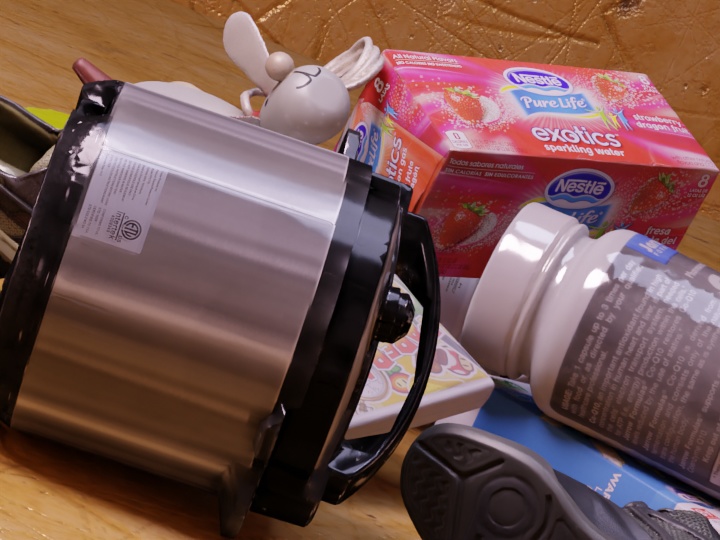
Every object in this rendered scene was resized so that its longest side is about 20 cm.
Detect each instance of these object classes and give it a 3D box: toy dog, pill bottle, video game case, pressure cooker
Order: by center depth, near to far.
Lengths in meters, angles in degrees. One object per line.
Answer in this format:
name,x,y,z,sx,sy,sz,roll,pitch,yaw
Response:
pressure cooker,-0.063,0.020,1.382,0.200,0.176,0.179,18,16,-3
video game case,-0.051,0.023,1.560,0.200,0.023,0.182,-13,52,-47
pill bottle,0.163,0.047,1.621,0.200,0.114,0.114,26,9,13
toy dog,-0.095,-0.098,1.682,0.096,0.200,0.132,54,30,-17

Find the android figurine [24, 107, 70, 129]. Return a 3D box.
android figurine,-0.168,-0.061,2.043,0.182,0.041,0.200,14,13,-46

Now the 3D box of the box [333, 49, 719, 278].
box,0.096,-0.059,1.750,0.200,0.096,0.100,3,38,-32

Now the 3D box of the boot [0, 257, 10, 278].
boot,-0.213,-0.009,1.530,0.165,0.066,0.200,11,10,-24

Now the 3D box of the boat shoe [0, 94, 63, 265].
boat shoe,-0.157,-0.042,1.487,0.201,0.066,0.072,29,34,2

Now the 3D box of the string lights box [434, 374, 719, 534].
string lights box,0.142,0.129,1.650,0.200,0.059,0.103,31,10,38

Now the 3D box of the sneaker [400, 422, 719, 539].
sneaker,0.112,0.140,1.469,0.199,0.076,0.114,28,7,7

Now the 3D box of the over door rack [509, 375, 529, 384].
over door rack,0.000,0.000,1.737,0.200,0.067,0.148,-1,42,-24

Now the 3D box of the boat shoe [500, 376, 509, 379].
boat shoe,0.038,0.045,1.857,0.200,0.065,0.072,21,9,-15

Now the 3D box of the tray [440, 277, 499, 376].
tray,0.052,0.011,1.832,0.107,0.022,0.200,30,36,-6
